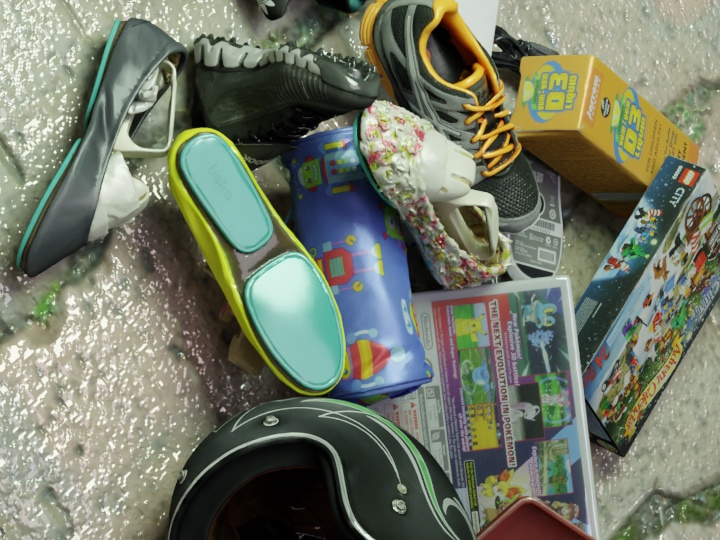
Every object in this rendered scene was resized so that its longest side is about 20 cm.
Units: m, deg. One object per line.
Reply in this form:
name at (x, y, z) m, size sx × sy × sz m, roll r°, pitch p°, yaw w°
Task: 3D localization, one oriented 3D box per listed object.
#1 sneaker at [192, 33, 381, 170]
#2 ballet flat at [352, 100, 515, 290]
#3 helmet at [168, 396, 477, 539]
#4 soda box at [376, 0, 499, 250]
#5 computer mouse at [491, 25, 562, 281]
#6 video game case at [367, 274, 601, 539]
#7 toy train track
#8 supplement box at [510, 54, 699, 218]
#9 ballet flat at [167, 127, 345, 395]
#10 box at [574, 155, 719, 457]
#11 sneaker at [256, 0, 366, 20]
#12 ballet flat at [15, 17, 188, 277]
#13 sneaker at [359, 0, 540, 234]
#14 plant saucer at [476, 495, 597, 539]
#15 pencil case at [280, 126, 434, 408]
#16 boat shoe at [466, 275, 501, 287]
sneaker at (-0.055, -0.110, 1.369) m, size 0.066 × 0.200 × 0.091 m, roll 10°, pitch 93°, yaw -37°
ballet flat at (0.057, -0.055, 1.388) m, size 0.200 × 0.064 × 0.076 m, roll 54°, pitch 39°, yaw -53°
helmet at (-0.028, 0.179, 1.349) m, size 0.200 × 0.191 × 0.200 m, roll -29°, pitch 145°, yaw -23°
soda box at (0.049, -0.121, 1.507) m, size 0.068 × 0.064 × 0.200 m, roll 16°, pitch 76°, yaw -30°
computer mouse at (0.121, -0.083, 1.560) m, size 0.110 × 0.044 × 0.200 m, roll 16°, pitch 73°, yaw -44°
video game case at (0.074, 0.112, 1.462) m, size 0.182 × 0.023 × 0.200 m, roll -6°, pitch 89°, yaw 1°
toy train track at (-0.054, -0.014, 1.450) m, size 0.115 × 0.033 × 0.200 m, roll 33°, pitch 61°, yaw -22°
supplement box at (0.191, -0.101, 1.553) m, size 0.200 × 0.069 × 0.067 m, roll 27°, pitch 70°, yaw -51°
ballet flat at (-0.074, -0.006, 1.369) m, size 0.067 × 0.067 × 0.200 m, roll -31°, pitch 95°, yaw -22°
box at (0.222, 0.029, 1.558) m, size 0.200 × 0.038 × 0.137 m, roll -57°, pitch 145°, yaw -13°
sneaker at (0.001, -0.233, 1.490) m, size 0.200 × 0.071 × 0.080 m, roll -14°, pitch 95°, yaw -27°
ballet flat at (-0.167, -0.079, 1.356) m, size 0.073 × 0.073 × 0.200 m, roll 30°, pitch 67°, yaw -26°
sneaker at (0.074, -0.112, 1.440) m, size 0.078 × 0.077 × 0.200 m, roll -43°, pitch 108°, yaw -30°
plant saucer at (0.121, 0.261, 1.465) m, size 0.199 × 0.200 × 0.037 m, roll 35°, pitch 23°, yaw -24°
pencil case at (0.000, 0.000, 1.413) m, size 0.087 × 0.078 × 0.200 m, roll 6°, pitch 71°, yaw -60°
boat shoe at (0.102, 0.067, 1.502) m, size 0.066 × 0.070 × 0.200 m, roll 1°, pitch 85°, yaw 4°
